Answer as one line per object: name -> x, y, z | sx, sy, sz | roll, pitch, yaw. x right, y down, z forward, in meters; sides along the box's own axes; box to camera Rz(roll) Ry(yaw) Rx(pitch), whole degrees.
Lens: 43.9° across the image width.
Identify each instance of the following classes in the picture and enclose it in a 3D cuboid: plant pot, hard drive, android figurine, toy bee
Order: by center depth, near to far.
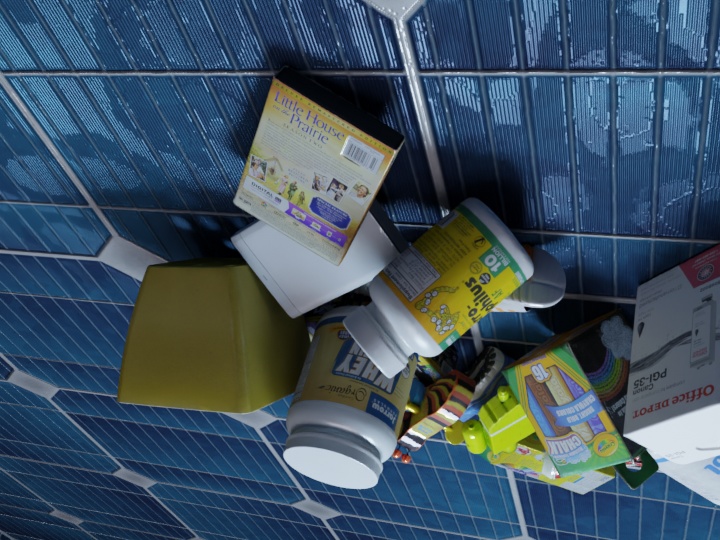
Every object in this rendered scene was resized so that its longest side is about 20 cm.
hard drive -> -0.050, -0.029, 1.075 | 0.200, 0.027, 0.132 | -27, 106, 37
plant pot -> -0.188, 0.074, 1.186 | 0.200, 0.177, 0.200 | 0, -175, 24
android figurine -> 0.226, 0.195, 1.250 | 0.182, 0.041, 0.200 | -30, 148, -3
toy bee -> 0.090, 0.220, 1.280 | 0.131, 0.109, 0.200 | 18, 148, -2

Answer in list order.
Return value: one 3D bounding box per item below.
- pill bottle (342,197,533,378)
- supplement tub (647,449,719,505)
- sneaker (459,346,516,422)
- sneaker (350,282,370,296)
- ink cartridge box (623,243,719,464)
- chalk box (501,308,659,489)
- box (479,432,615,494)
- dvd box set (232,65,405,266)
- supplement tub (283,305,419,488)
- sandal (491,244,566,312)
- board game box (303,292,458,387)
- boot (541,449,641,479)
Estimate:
pill bottle -> 0.082, 0.023, 0.985 | 0.113, 0.200, 0.113 | 50, -179, -1
supplement tub -> 0.456, 0.225, 1.201 | 0.200, 0.132, 0.132 | 31, 146, -22
sneaker -> 0.187, 0.187, 1.317 | 0.089, 0.079, 0.200 | 24, 147, -7
sneaker -> -0.001, 0.002, 1.136 | 0.104, 0.060, 0.200 | -21, 124, 39
ink cartridge box -> 0.370, 0.090, 0.964 | 0.083, 0.200, 0.147 | 27, 146, -17
chalk box -> 0.296, 0.172, 1.111 | 0.124, 0.125, 0.200 | -33, 83, 51
box -> 0.305, 0.307, 1.477 | 0.200, 0.048, 0.117 | 18, 149, -7
dvd box set -> -0.051, -0.106, 0.965 | 0.146, 0.029, 0.200 | 30, 139, 3
supplement tub -> -0.012, 0.162, 1.149 | 0.145, 0.200, 0.145 | 12, 148, 8
sandal -> 0.148, 0.010, 1.071 | 0.207, 0.079, 0.059 | 9, 150, 28
board game box -> 0.020, 0.100, 1.281 | 0.165, 0.057, 0.200 | -7, 141, 37
boot -> 0.341, 0.252, 1.242 | 0.144, 0.200, 0.072 | 19, 109, 26
